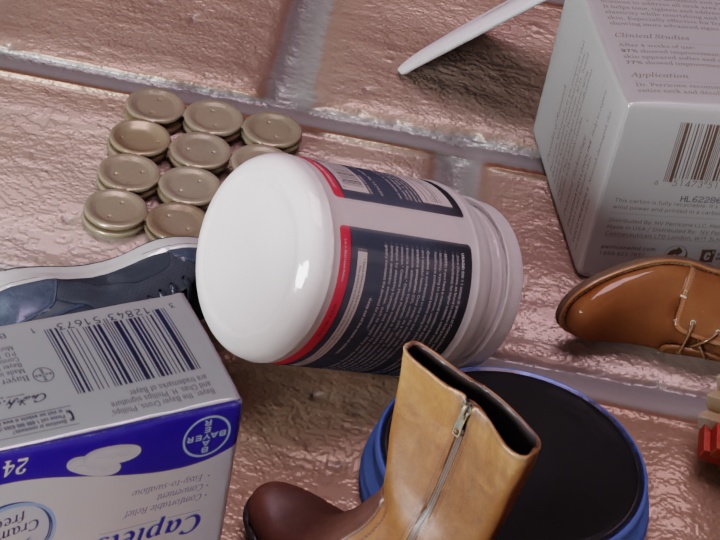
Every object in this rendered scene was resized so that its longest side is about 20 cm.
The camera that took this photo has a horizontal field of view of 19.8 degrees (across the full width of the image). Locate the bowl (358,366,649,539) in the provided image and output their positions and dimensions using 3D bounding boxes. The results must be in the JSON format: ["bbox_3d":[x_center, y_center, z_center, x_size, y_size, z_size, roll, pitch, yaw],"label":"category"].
[{"bbox_3d":[0.099,0.138,1.384,0.199,0.040,0.201,7,37,-5],"label":"bowl"}]

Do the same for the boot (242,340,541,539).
[{"bbox_3d":[0.011,0.129,1.240,0.068,0.201,0.188,-23,48,-36],"label":"boot"}]

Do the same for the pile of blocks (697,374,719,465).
[{"bbox_3d":[0.296,0.145,1.387,0.062,0.083,0.200,-21,47,-35],"label":"pile of blocks"}]

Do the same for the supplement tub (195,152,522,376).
[{"bbox_3d":[0.000,0.000,1.418,0.199,0.141,0.141,8,31,-40],"label":"supplement tub"}]

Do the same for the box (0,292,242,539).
[{"bbox_3d":[-0.177,0.133,1.188,0.183,0.201,0.105,-11,43,-25],"label":"box"}]

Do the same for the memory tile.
[{"bbox_3d":[-0.131,-0.076,1.628,0.152,0.017,0.201,11,38,1],"label":"memory tile"}]

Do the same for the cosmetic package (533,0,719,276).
[{"bbox_3d":[0.249,-0.117,1.647,0.166,0.167,0.201,3,38,-11],"label":"cosmetic package"}]

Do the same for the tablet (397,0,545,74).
[{"bbox_3d":[0.131,-0.226,1.773,0.130,0.199,0.014,-35,98,-43],"label":"tablet"}]

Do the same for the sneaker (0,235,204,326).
[{"bbox_3d":[-0.149,0.050,1.403,0.201,0.077,0.146,-12,39,-24],"label":"sneaker"}]

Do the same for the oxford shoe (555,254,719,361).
[{"bbox_3d":[0.243,0.035,1.531,0.198,0.072,0.072,-2,44,-17],"label":"oxford shoe"}]
